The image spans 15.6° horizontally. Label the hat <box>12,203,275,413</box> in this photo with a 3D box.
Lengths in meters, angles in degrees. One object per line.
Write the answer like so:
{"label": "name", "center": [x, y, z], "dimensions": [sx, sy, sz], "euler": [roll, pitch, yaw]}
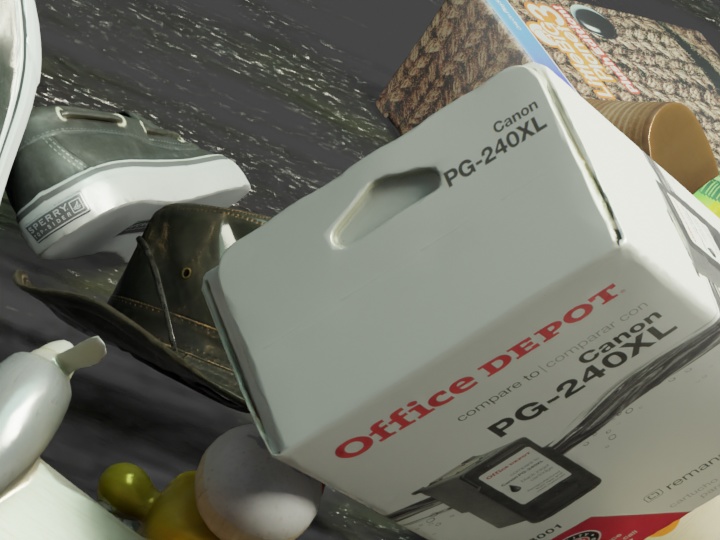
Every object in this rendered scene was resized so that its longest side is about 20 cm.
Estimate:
{"label": "hat", "center": [-0.039, 0.019, 1.075], "dimensions": [0.201, 0.081, 0.201], "euler": [27, -6, 3]}

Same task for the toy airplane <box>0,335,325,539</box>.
{"label": "toy airplane", "center": [-0.067, 0.113, 0.925], "dimensions": [0.200, 0.141, 0.199], "euler": [14, 35, -35]}

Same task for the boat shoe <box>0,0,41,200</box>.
{"label": "boat shoe", "center": [-0.171, -0.057, 1.032], "dimensions": [0.072, 0.200, 0.071], "euler": [1, -11, 11]}

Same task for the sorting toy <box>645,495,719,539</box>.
{"label": "sorting toy", "center": [0.129, 0.133, 1.130], "dimensions": [0.180, 0.107, 0.200], "euler": [48, -10, -1]}

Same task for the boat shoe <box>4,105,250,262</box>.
{"label": "boat shoe", "center": [-0.103, -0.043, 1.152], "dimensions": [0.057, 0.069, 0.200], "euler": [60, 12, 6]}

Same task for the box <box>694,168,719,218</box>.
{"label": "box", "center": [0.230, 0.028, 1.282], "dimensions": [0.200, 0.036, 0.144], "euler": [45, 29, 19]}

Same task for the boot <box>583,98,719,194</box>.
{"label": "boot", "center": [0.109, 0.015, 1.234], "dimensions": [0.077, 0.155, 0.200], "euler": [-38, 112, -38]}

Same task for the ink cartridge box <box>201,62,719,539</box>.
{"label": "ink cartridge box", "center": [0.062, 0.028, 0.940], "dimensions": [0.200, 0.145, 0.083], "euler": [33, 30, -53]}

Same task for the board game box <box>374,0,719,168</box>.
{"label": "board game box", "center": [0.139, -0.065, 1.476], "dimensions": [0.200, 0.097, 0.159], "euler": [7, 39, -43]}
